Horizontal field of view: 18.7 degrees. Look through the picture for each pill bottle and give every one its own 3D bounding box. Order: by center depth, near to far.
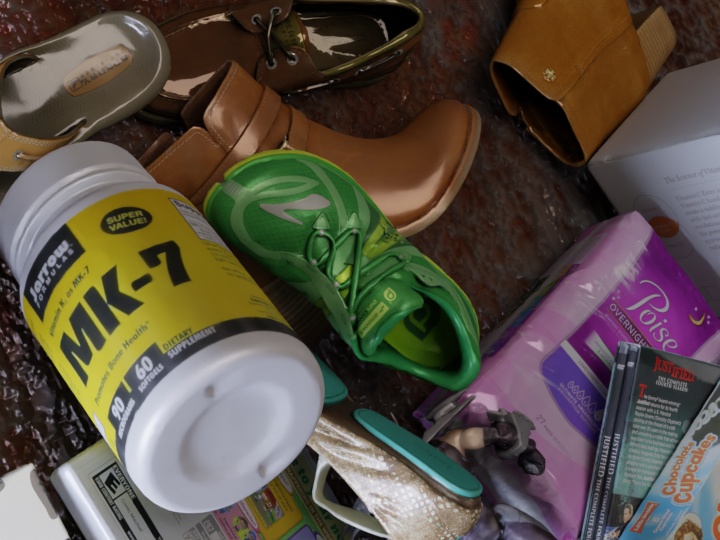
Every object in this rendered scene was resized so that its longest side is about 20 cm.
[{"bbox_3d":[-0.114,0.025,1.181,0.114,0.115,0.200,-13,44,-31],"label":"pill bottle"}]

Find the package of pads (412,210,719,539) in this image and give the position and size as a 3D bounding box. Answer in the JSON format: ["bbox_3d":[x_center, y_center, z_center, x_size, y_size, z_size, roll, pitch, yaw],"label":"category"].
[{"bbox_3d":[0.137,0.070,1.373,0.200,0.076,0.121,-44,101,-31],"label":"package of pads"}]

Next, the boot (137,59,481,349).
[{"bbox_3d":[-0.031,-0.070,1.315,0.200,0.077,0.155,-47,109,-12],"label":"boot"}]

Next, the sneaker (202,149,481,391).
[{"bbox_3d":[0.000,0.000,1.246,0.199,0.084,0.074,35,100,-25],"label":"sneaker"}]

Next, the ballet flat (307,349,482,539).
[{"bbox_3d":[-0.021,0.095,1.242,0.200,0.066,0.070,39,15,23],"label":"ballet flat"}]

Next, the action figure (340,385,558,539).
[{"bbox_3d":[0.075,0.155,1.270,0.200,0.069,0.130,40,103,14],"label":"action figure"}]

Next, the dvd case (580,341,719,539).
[{"bbox_3d":[0.189,0.154,1.349,0.145,0.022,0.202,14,87,-45],"label":"dvd case"}]

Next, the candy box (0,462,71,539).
[{"bbox_3d":[-0.190,0.221,1.145,0.136,0.061,0.201,-26,89,-19],"label":"candy box"}]

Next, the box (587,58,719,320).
[{"bbox_3d":[0.273,-0.034,1.415,0.106,0.152,0.201,-46,110,-31],"label":"box"}]

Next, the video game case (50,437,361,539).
[{"bbox_3d":[-0.066,0.162,1.228,0.201,0.022,0.182,59,35,-1],"label":"video game case"}]

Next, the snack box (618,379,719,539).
[{"bbox_3d":[0.241,0.134,1.357,0.200,0.037,0.117,-53,128,-27],"label":"snack box"}]

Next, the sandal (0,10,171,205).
[{"bbox_3d":[-0.190,-0.086,1.244,0.199,0.054,0.081,-36,92,-17],"label":"sandal"}]

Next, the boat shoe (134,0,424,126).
[{"bbox_3d":[-0.053,-0.140,1.337,0.199,0.068,0.072,-17,85,-30],"label":"boat shoe"}]

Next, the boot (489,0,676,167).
[{"bbox_3d":[0.122,-0.180,1.440,0.202,0.071,0.144,54,52,-12],"label":"boot"}]
